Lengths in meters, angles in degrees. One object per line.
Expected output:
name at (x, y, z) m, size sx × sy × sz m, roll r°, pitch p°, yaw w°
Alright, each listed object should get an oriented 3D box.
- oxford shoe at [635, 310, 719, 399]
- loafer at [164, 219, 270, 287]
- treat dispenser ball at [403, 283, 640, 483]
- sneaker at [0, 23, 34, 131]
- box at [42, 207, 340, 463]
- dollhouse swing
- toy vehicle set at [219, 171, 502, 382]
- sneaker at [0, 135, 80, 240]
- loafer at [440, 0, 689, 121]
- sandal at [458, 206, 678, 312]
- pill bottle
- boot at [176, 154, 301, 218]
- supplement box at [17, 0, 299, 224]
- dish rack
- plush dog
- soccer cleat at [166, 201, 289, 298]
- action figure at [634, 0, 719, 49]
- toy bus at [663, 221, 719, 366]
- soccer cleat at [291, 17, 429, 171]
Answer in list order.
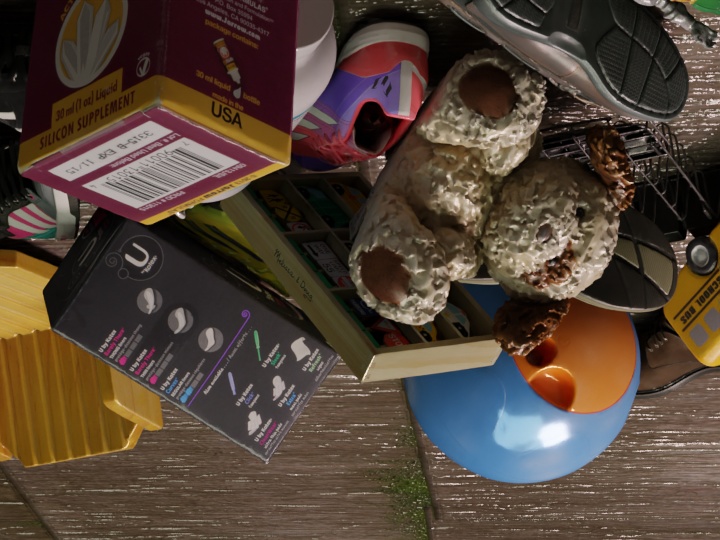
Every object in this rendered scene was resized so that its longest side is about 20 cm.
oxford shoe at (0.286, 0.062, 1.762) m, size 0.200 × 0.073 × 0.084 m, roll -21°, pitch 132°, yaw 37°
loafer at (-0.076, -0.024, 1.572) m, size 0.199 × 0.069 × 0.076 m, roll 16°, pitch 165°, yaw 7°
treat dispenser ball at (0.135, 0.077, 1.619) m, size 0.200 × 0.202 × 0.201 m, roll 1°, pitch 157°, yaw 0°
sneaker at (-0.225, -0.137, 1.277) m, size 0.112 × 0.073 × 0.200 m, roll 18°, pitch 163°, yaw -33°
box at (-0.131, 0.040, 1.478) m, size 0.200 × 0.106 × 0.122 m, roll 33°, pitch -176°, yaw -18°
dollhouse swing at (-0.315, 0.083, 1.715) m, size 0.199 × 0.183 × 0.176 m, roll -12°, pitch 173°, yaw 29°
toy vehicle set at (0.000, 0.000, 1.384) m, size 0.124 × 0.200 × 0.027 m, roll -6°, pitch 133°, yaw -40°
sneaker at (-0.272, -0.069, 1.446) m, size 0.120 × 0.084 × 0.200 m, roll -2°, pitch 166°, yaw -10°
loafer at (0.134, -0.157, 1.268) m, size 0.200 × 0.072 × 0.063 m, roll 28°, pitch 163°, yaw -34°
sandal at (0.141, -0.016, 1.451) m, size 0.200 × 0.080 × 0.057 m, roll 10°, pitch 171°, yaw 0°
pill bottle at (-0.085, -0.131, 1.267) m, size 0.110 × 0.111 × 0.200 m, roll 10°, pitch 155°, yaw -19°
boot at (-0.131, -0.071, 1.415) m, size 0.200 × 0.091 × 0.073 m, roll 25°, pitch 162°, yaw -39°
supplement box at (-0.113, -0.147, 1.117) m, size 0.103 × 0.201 × 0.131 m, roll 23°, pitch 148°, yaw -39°
dish rack at (0.186, -0.071, 1.465) m, size 0.153 × 0.055 × 0.200 m, roll -13°, pitch 151°, yaw 25°
plush dog at (0.099, -0.042, 1.351) m, size 0.171 × 0.201 × 0.160 m, roll 28°, pitch -175°, yaw -8°
soccer cleat at (-0.075, -0.018, 1.500) m, size 0.199 × 0.065 × 0.084 m, roll 18°, pitch 122°, yaw 15°
action figure at (0.227, -0.180, 1.216) m, size 0.199 × 0.055 × 0.118 m, roll 10°, pitch 158°, yaw -9°
toy bus at (0.312, -0.021, 1.457) m, size 0.065 × 0.078 × 0.200 m, roll -8°, pitch 145°, yaw -42°
soccer cleat at (-0.007, -0.105, 1.367) m, size 0.068 × 0.073 × 0.200 m, roll 9°, pitch 156°, yaw -20°
